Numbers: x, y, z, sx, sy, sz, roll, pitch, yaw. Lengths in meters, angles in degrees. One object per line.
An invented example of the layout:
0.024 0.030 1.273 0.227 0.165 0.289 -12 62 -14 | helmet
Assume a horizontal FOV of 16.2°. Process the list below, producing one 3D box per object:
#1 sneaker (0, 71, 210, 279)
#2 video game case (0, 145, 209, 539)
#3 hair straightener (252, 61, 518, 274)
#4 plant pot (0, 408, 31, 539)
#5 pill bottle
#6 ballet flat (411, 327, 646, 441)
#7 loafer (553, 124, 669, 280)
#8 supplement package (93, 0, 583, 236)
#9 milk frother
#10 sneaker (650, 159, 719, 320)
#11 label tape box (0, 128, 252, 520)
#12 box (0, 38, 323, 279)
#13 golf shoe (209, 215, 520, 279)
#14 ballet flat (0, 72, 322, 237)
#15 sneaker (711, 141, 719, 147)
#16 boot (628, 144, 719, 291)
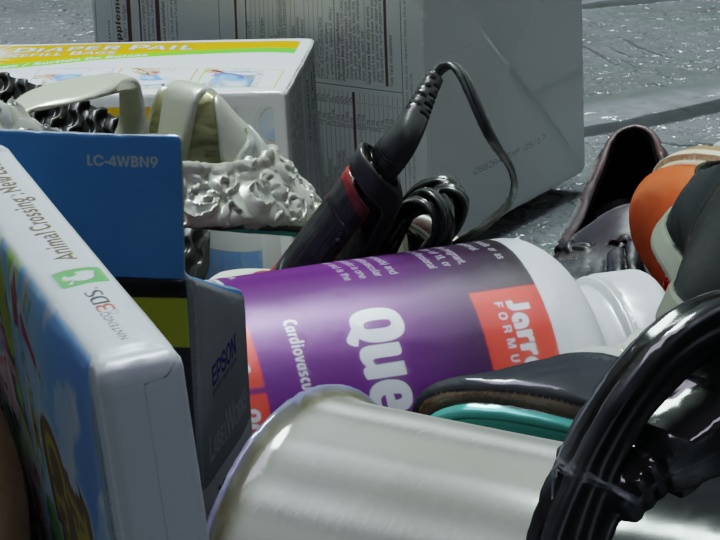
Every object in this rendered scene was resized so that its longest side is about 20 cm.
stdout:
-0.162 -0.037 1.084 0.200 0.070 0.090 26 -31 -18 | sneaker
-0.065 0.085 0.639 0.022 0.200 0.182 -13 21 -16 | video game case
0.000 0.000 0.931 0.077 0.200 0.041 6 43 -31 | hair straightener
-0.155 0.109 0.681 0.201 0.201 0.093 13 -16 38 | plant pot
0.009 0.050 0.870 0.200 0.113 0.112 -9 20 -17 | pill bottle
0.113 0.061 0.815 0.200 0.073 0.073 20 17 -7 | ballet flat
0.114 -0.011 1.116 0.072 0.063 0.200 1 19 7 | loafer
-0.011 -0.114 1.275 0.200 0.151 0.152 10 23 33 | supplement package
0.042 0.075 0.662 0.188 0.200 0.180 9 25 31 | milk frother
0.155 -0.028 0.855 0.075 0.106 0.200 29 14 0 | sneaker
-0.107 0.045 0.760 0.143 0.201 0.066 2 18 13 | label tape box
-0.122 -0.041 1.159 0.199 0.113 0.101 -1 18 7 | box
0.006 0.014 1.023 0.200 0.088 0.077 14 26 42 | golf shoe
-0.081 -0.042 0.969 0.072 0.072 0.200 13 10 37 | ballet flat
0.238 -0.007 1.090 0.199 0.072 0.073 10 52 -2 | sneaker
0.135 0.019 0.979 0.107 0.075 0.200 -15 35 -14 | boot
